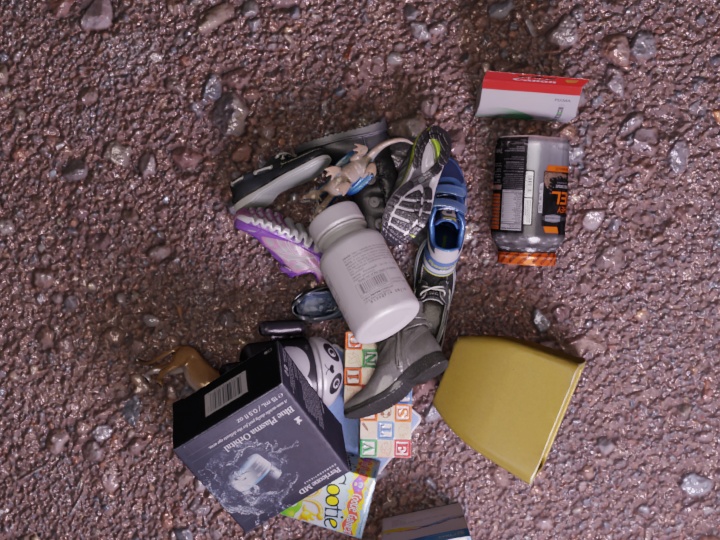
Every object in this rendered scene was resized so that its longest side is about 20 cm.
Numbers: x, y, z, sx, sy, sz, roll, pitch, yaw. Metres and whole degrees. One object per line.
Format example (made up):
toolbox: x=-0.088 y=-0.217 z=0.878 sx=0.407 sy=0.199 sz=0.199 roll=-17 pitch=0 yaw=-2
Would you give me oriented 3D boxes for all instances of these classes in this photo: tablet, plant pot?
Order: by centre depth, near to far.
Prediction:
plant pot: x=0.230 y=0.197 z=1.664 sx=0.197 sy=0.195 sz=0.198 roll=24 pitch=94 yaw=16
tablet: x=-0.009 y=0.235 z=1.755 sx=0.199 sy=0.014 sz=0.131 roll=40 pitch=93 yaw=-1

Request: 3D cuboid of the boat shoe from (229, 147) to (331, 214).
boat shoe: x=-0.136 y=-0.158 z=1.687 sx=0.198 sy=0.075 sz=0.061 roll=-26 pitch=76 yaw=23

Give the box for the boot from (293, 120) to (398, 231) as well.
boot: x=-0.010 y=-0.129 z=1.717 sx=0.161 sy=0.066 sz=0.204 roll=-13 pitch=97 yaw=5

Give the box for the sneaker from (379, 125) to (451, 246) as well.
sneaker: x=0.085 y=-0.131 z=1.669 sx=0.073 sy=0.081 sz=0.203 roll=27 pitch=84 yaw=-9

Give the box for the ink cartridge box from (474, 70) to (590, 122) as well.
ink cartridge box: x=0.265 y=-0.269 z=1.626 sx=0.157 sy=0.200 sz=0.051 roll=5 pitch=94 yaw=2

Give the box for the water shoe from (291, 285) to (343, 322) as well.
water shoe: x=-0.018 y=0.048 z=1.713 sx=0.196 sy=0.079 sz=0.073 roll=-18 pitch=92 yaw=3

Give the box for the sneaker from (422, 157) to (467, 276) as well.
sneaker: x=0.141 y=-0.097 z=1.682 sx=0.072 sy=0.082 sz=0.204 roll=2 pitch=72 yaw=-2

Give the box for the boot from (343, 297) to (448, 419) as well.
boot: x=0.039 y=0.140 z=1.662 sx=0.198 sy=0.068 sz=0.132 roll=-34 pitch=65 yaw=14

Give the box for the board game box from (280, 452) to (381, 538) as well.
board game box: x=-0.075 y=0.349 z=1.712 sx=0.196 sy=0.105 sz=0.105 roll=16 pitch=97 yaw=4

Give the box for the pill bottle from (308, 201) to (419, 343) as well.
pill bottle: x=0.000 y=0.000 z=1.613 sx=0.113 sy=0.114 sz=0.202 roll=-30 pitch=69 yaw=4

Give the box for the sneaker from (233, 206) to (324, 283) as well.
sneaker: x=-0.120 y=-0.037 z=1.703 sx=0.197 sy=0.081 sz=0.090 roll=21 pitch=108 yaw=-17

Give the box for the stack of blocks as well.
stack of blocks: x=0.027 y=0.203 z=1.715 sx=0.112 sy=0.059 sz=0.205 roll=1 pitch=87 yaw=-3

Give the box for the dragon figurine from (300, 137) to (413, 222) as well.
dragon figurine: x=-0.013 y=-0.156 z=1.649 sx=0.199 sy=0.099 sz=0.059 roll=-40 pitch=92 yaw=-9

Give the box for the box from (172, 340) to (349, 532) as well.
box: x=-0.149 y=0.251 z=1.564 sx=0.195 sy=0.118 sz=0.201 roll=-31 pitch=119 yaw=7

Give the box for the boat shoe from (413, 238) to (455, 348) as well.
boat shoe: x=0.122 y=0.046 z=1.710 sx=0.070 sy=0.071 sz=0.205 roll=1 pitch=90 yaw=3

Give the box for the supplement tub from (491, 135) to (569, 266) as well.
supplement tub: x=0.272 y=-0.112 z=1.672 sx=0.120 sy=0.123 sz=0.205 roll=3 pitch=94 yaw=2

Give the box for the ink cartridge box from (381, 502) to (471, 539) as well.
ink cartridge box: x=0.115 y=0.482 z=1.669 sx=0.143 sy=0.200 sz=0.150 roll=-13 pitch=92 yaw=1

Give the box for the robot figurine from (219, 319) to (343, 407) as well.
robot figurine: x=-0.124 y=0.172 z=1.670 sx=0.196 sy=0.125 sz=0.153 roll=-5 pitch=125 yaw=-19

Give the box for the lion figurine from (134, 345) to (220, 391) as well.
lion figurine: x=-0.268 y=0.178 z=1.733 sx=0.199 sy=0.073 sz=0.123 roll=42 pitch=66 yaw=6
